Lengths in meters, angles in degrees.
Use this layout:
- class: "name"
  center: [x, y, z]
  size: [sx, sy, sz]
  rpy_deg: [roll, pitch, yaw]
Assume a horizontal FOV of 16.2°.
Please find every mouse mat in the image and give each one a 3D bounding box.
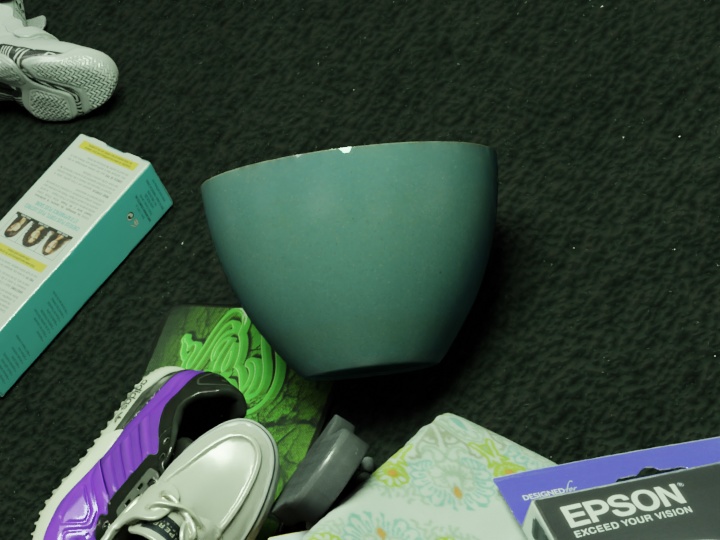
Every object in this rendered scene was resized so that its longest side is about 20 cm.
- class: "mouse mat"
  center: [-0.096, 0.103, 1.739]
  size: [0.160, 0.008, 0.201]
  rpy_deg: [1, 51, 27]

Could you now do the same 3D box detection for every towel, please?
- class: "towel"
  center: [0.072, 0.168, 1.497]
  size: [0.170, 0.048, 0.200]
  rpy_deg: [29, 38, 21]

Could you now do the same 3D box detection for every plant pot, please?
- class: "plant pot"
  center: [0.000, 0.000, 1.677]
  size: [0.198, 0.200, 0.136]
  rpy_deg: [-9, 83, 18]

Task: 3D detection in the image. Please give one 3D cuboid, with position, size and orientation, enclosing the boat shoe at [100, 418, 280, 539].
- class: "boat shoe"
  center: [-0.123, 0.168, 1.567]
  size: [0.072, 0.066, 0.200]
  rpy_deg: [42, 75, 12]

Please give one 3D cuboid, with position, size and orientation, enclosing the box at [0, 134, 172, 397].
- class: "box"
  center: [-0.234, -0.006, 1.871]
  size: [0.082, 0.049, 0.200]
  rpy_deg: [23, 64, 39]

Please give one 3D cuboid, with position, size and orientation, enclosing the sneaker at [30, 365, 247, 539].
- class: "sneaker"
  center: [-0.139, 0.146, 1.649]
  size: [0.099, 0.070, 0.201]
  rpy_deg: [0, 54, 49]

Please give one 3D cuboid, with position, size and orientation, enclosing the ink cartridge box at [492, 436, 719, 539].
- class: "ink cartridge box"
  center: [0.202, 0.158, 1.465]
  size: [0.196, 0.044, 0.200]
  rpy_deg: [-9, 40, -19]

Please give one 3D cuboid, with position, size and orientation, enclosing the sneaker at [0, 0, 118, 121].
- class: "sneaker"
  center: [-0.269, -0.184, 2.027]
  size: [0.198, 0.075, 0.116]
  rpy_deg: [-1, 53, 30]

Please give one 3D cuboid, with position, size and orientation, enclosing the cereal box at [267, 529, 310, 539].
- class: "cereal box"
  center: [0.044, 0.223, 1.489]
  size: [0.143, 0.040, 0.200]
  rpy_deg: [-7, 40, -26]

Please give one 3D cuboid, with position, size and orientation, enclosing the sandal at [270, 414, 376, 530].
- class: "sandal"
  center: [-0.018, 0.135, 1.580]
  size: [0.043, 0.200, 0.076]
  rpy_deg: [35, 89, -2]
